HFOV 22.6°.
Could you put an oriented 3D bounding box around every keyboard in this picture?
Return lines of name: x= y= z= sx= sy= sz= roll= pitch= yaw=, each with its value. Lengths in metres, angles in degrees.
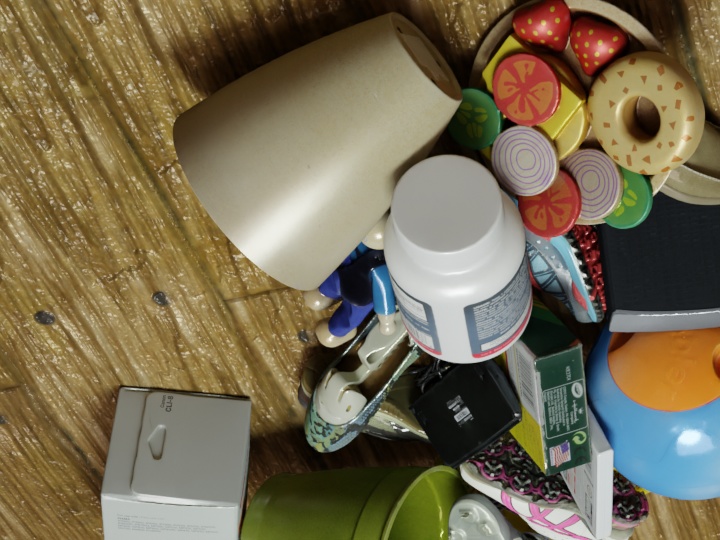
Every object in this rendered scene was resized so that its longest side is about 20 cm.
keyboard: x=0.103 y=0.118 z=1.713 sx=0.040 sy=0.104 sz=0.200 roll=-28 pitch=172 yaw=-25

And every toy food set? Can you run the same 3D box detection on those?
toy food set: x=0.173 y=-0.125 z=1.477 sx=0.200 sy=0.049 sz=0.198 roll=43 pitch=124 yaw=11

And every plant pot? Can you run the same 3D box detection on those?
plant pot: x=-0.021 y=-0.118 z=1.497 sx=0.200 sy=0.187 sz=0.187 roll=-38 pitch=124 yaw=19
plant pot: x=-0.012 y=0.283 z=1.835 sx=0.193 sy=0.201 sz=0.201 roll=7 pitch=143 yaw=31

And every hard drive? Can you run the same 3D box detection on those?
hard drive: x=0.311 y=-0.018 z=1.594 sx=0.199 sy=0.135 sz=0.042 roll=-7 pitch=172 yaw=11

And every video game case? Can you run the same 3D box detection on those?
video game case: x=0.193 y=0.140 z=1.729 sx=0.018 sy=0.200 sz=0.143 roll=-18 pitch=140 yaw=-9

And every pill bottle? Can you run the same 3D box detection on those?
pill bottle: x=0.082 y=-0.011 z=1.515 sx=0.119 sy=0.120 sz=0.200 roll=-2 pitch=155 yaw=7

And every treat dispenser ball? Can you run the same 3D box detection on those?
treat dispenser ball: x=0.308 y=0.114 z=1.686 sx=0.200 sy=0.201 sz=0.201 roll=2 pitch=138 yaw=2

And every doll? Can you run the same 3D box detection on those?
doll: x=0.000 y=0.000 z=1.643 sx=0.048 sy=0.137 sz=0.200 roll=-11 pitch=156 yaw=-22

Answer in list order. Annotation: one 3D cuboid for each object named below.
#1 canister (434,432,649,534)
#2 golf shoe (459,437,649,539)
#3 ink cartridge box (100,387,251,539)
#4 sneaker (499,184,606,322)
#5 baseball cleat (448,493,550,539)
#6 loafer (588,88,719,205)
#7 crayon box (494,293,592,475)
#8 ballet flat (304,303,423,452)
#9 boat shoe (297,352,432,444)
canister: x=0.199 y=0.210 z=1.886 sx=0.200 sy=0.087 sz=0.148 roll=-31 pitch=126 yaw=30
golf shoe: x=0.183 y=0.233 z=1.800 sx=0.200 sy=0.073 sz=0.092 roll=22 pitch=131 yaw=-13
ink cartridge box: x=-0.193 y=0.243 z=1.905 sx=0.144 sy=0.146 sz=0.200 roll=4 pitch=138 yaw=-1
sneaker: x=0.162 y=-0.028 z=1.650 sx=0.095 sy=0.079 sz=0.200 roll=-12 pitch=129 yaw=33
baseball cleat: x=0.148 y=0.285 z=1.842 sx=0.070 sy=0.107 sz=0.200 roll=-1 pitch=126 yaw=31
loafer: x=0.256 y=-0.117 z=1.530 sx=0.200 sy=0.076 sz=0.067 roll=18 pitch=142 yaw=-15
crayon box: x=0.148 y=0.084 z=1.672 sx=0.051 sy=0.200 sz=0.127 roll=-16 pitch=119 yaw=-14
ballet flat: x=0.002 y=0.093 z=1.739 sx=0.074 sy=0.074 sz=0.200 roll=32 pitch=101 yaw=-27
boat shoe: x=0.032 y=0.138 z=1.836 sx=0.200 sy=0.072 sz=0.066 roll=16 pitch=149 yaw=-8
